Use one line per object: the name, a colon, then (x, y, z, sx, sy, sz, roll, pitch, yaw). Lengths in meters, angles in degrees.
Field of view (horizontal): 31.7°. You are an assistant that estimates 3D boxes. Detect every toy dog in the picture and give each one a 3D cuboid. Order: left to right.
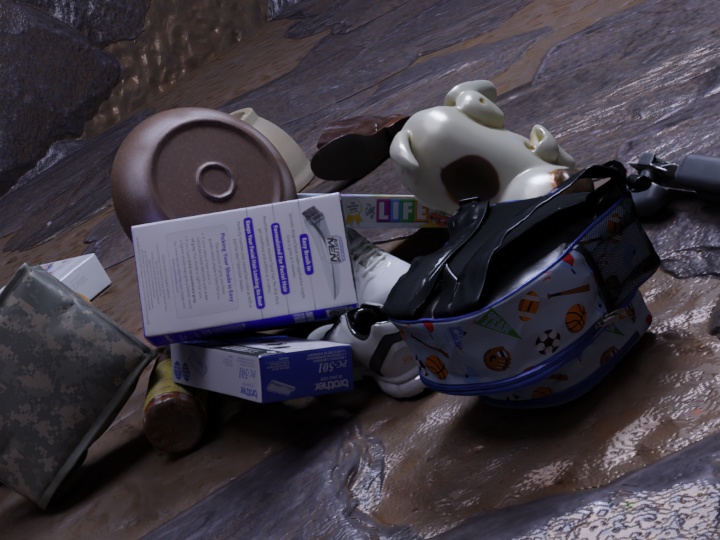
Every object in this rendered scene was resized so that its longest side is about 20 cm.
toy dog: (0.141, -0.087, 1.220, 0.140, 0.200, 0.194, -58, -26, 11)

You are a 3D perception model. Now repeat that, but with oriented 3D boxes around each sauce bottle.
sauce bottle: (-0.188, 0.121, 1.315, 0.066, 0.066, 0.200, -27, 16, 4)

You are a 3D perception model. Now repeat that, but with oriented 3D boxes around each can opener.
can opener: (0.306, -0.068, 1.149, 0.067, 0.053, 0.200, -63, 23, -1)

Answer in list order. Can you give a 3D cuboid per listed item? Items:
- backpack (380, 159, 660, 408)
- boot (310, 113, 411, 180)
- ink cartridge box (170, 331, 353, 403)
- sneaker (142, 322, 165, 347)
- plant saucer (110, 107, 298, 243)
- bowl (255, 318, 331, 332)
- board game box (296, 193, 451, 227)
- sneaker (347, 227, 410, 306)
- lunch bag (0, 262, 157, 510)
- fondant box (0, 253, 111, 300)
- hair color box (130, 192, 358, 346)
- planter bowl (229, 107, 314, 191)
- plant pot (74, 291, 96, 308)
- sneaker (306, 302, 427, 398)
backpack: (0.121, 0.023, 0.994, 0.190, 0.154, 0.200, -32, 11, -35)
boot: (-0.031, -0.186, 1.884, 0.186, 0.064, 0.200, -22, 18, -24)
ink cartridge box: (-0.096, 0.088, 1.181, 0.094, 0.044, 0.200, -5, 3, -30)
sneaker: (-0.181, 0.016, 1.563, 0.200, 0.075, 0.114, -56, -29, 10)
plant saucer: (-0.151, -0.084, 1.284, 0.200, 0.200, 0.037, -41, 0, -32)
bowl: (-0.123, 0.045, 1.321, 0.200, 0.039, 0.201, -7, -3, 0)
board game box: (0.022, -0.066, 1.388, 0.200, 0.034, 0.134, -1, 4, -30)
sneaker: (0.000, 0.000, 1.337, 0.070, 0.080, 0.200, -35, 21, -23)
lunch bag: (-0.329, 0.120, 1.286, 0.200, 0.164, 0.118, -54, 4, -5)
fondant box: (-0.501, 0.045, 1.964, 0.200, 0.058, 0.144, -8, 28, 45)
hair color box: (-0.107, 0.000, 1.195, 0.200, 0.109, 0.065, -9, -12, 0)
planter bowl: (-0.188, -0.165, 1.945, 0.200, 0.135, 0.200, -26, 18, 9)
plant pot: (-0.393, 0.111, 1.464, 0.183, 0.200, 0.200, -24, 12, -39)
sneaker: (0.004, 0.061, 1.173, 0.074, 0.080, 0.200, -40, 20, -25)
